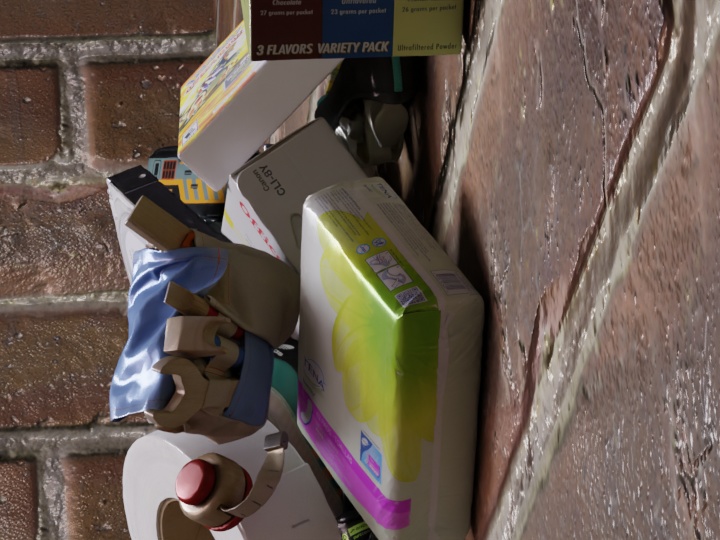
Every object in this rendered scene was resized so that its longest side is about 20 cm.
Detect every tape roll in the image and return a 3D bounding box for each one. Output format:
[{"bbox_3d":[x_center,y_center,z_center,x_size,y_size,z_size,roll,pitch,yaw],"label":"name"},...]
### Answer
[{"bbox_3d":[-0.088,0.197,1.628,0.202,0.071,0.203,38,139,43],"label":"tape roll"}]

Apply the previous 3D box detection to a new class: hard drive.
[{"bbox_3d":[-0.131,0.017,1.768,0.200,0.038,0.140,39,146,52],"label":"hard drive"}]

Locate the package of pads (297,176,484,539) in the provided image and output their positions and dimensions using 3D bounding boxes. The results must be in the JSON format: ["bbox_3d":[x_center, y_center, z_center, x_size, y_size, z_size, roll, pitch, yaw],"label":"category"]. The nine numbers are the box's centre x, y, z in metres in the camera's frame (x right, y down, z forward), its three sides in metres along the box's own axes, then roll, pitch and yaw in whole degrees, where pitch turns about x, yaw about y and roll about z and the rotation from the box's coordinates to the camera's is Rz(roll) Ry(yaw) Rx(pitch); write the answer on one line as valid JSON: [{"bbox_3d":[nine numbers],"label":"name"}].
[{"bbox_3d":[0.016,0.059,1.474,0.155,0.068,0.201,-128,33,-47],"label":"package of pads"}]

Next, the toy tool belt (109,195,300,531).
[{"bbox_3d":[-0.120,0.060,1.514,0.125,0.123,0.201,-17,58,39],"label":"toy tool belt"}]

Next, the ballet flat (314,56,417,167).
[{"bbox_3d":[0.005,-0.116,1.679,0.200,0.068,0.069,111,147,-75],"label":"ballet flat"}]

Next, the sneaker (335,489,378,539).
[{"bbox_3d":[0.011,0.209,1.623,0.083,0.071,0.200,41,-152,-36],"label":"sneaker"}]

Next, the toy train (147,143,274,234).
[{"bbox_3d":[-0.116,-0.047,1.881,0.200,0.085,0.115,2,84,58],"label":"toy train"}]

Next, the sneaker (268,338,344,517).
[{"bbox_3d":[-0.033,0.137,1.708,0.080,0.071,0.201,-54,-44,-35],"label":"sneaker"}]

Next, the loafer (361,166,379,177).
[{"bbox_3d":[0.000,0.000,1.815,0.070,0.070,0.201,-36,-53,-53],"label":"loafer"}]

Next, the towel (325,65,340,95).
[{"bbox_3d":[-0.032,-0.063,1.840,0.086,0.018,0.201,60,-141,-55],"label":"towel"}]

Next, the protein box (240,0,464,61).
[{"bbox_3d":[-0.011,-0.265,1.438,0.199,0.134,0.201,-101,10,-57],"label":"protein box"}]

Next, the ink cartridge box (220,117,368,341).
[{"bbox_3d":[-0.027,-0.006,1.662,0.145,0.083,0.200,53,167,8],"label":"ink cartridge box"}]

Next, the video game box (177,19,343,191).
[{"bbox_3d":[-0.051,-0.166,1.655,0.200,0.047,0.182,-46,14,12],"label":"video game box"}]
